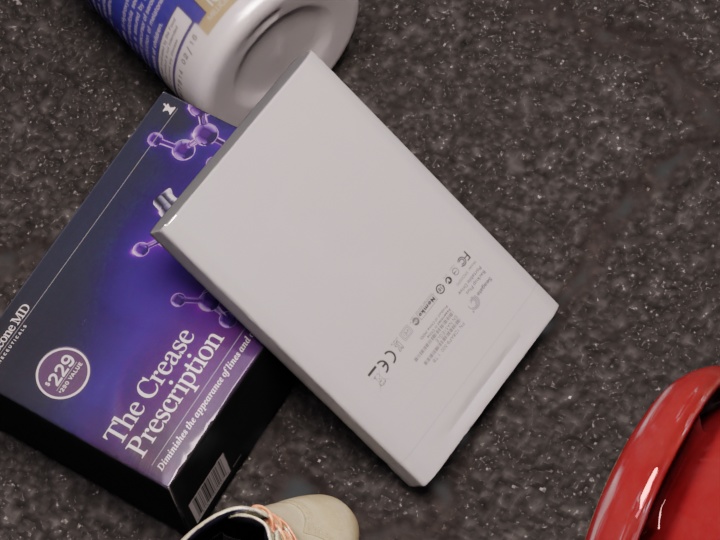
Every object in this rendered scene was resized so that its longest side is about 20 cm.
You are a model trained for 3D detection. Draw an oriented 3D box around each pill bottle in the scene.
[{"bbox_3d":[-0.106,-0.187,1.400,0.120,0.120,0.200,-39,66,-13],"label":"pill bottle"}]

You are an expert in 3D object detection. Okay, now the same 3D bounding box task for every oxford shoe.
[{"bbox_3d":[-0.049,0.149,1.197,0.071,0.074,0.200,40,30,12],"label":"oxford shoe"}]

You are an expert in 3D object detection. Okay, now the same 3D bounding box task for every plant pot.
[{"bbox_3d":[0.207,0.150,1.150,0.182,0.201,0.201,22,68,19],"label":"plant pot"}]

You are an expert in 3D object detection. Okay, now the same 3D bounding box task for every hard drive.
[{"bbox_3d":[0.000,0.000,1.278,0.200,0.027,0.132,45,68,-16],"label":"hard drive"}]

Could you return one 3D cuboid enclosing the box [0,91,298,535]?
[{"bbox_3d":[-0.101,0.022,1.319,0.141,0.079,0.200,26,69,21],"label":"box"}]
